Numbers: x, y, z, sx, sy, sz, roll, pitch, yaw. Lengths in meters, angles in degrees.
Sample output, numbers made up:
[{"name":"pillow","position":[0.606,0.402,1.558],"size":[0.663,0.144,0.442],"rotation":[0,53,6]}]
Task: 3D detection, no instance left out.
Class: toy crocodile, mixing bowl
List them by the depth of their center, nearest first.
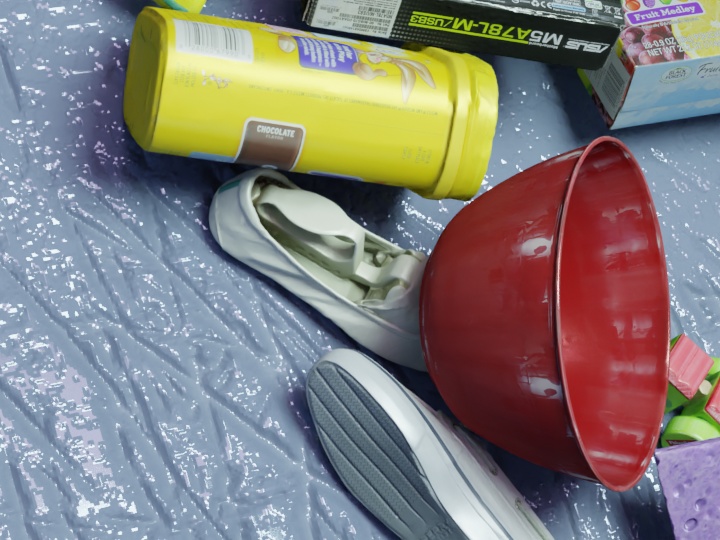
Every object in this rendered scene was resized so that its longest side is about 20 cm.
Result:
[{"name":"mixing bowl","position":[0.101,0.026,1.012],"size":[0.200,0.107,0.202],"rotation":[11,78,-63]},{"name":"toy crocodile","position":[0.196,0.063,1.115],"size":[0.199,0.062,0.068],"rotation":[36,59,-4]}]

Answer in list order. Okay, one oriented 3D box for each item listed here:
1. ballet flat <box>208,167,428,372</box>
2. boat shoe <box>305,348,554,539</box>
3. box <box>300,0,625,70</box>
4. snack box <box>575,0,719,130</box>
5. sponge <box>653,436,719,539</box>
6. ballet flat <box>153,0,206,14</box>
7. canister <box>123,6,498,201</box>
[{"name":"ballet flat","position":[0.000,0.000,1.060],"size":[0.199,0.069,0.070],"rotation":[30,60,-8]},{"name":"boat shoe","position":[0.045,0.123,1.033],"size":[0.201,0.073,0.067],"rotation":[55,45,-4]},{"name":"box","position":[0.059,-0.223,1.103],"size":[0.198,0.048,0.194],"rotation":[6,50,-14]},{"name":"snack box","position":[0.210,-0.200,1.194],"size":[0.167,0.068,0.201],"rotation":[-10,54,-21]},{"name":"sponge","position":[0.252,0.193,1.038],"size":[0.111,0.030,0.202],"rotation":[-14,91,7]},{"name":"ballet flat","position":[-0.084,-0.231,1.125],"size":[0.067,0.067,0.201],"rotation":[47,47,-18]},{"name":"canister","position":[-0.035,-0.103,1.045],"size":[0.198,0.149,0.087],"rotation":[7,101,-16]}]
